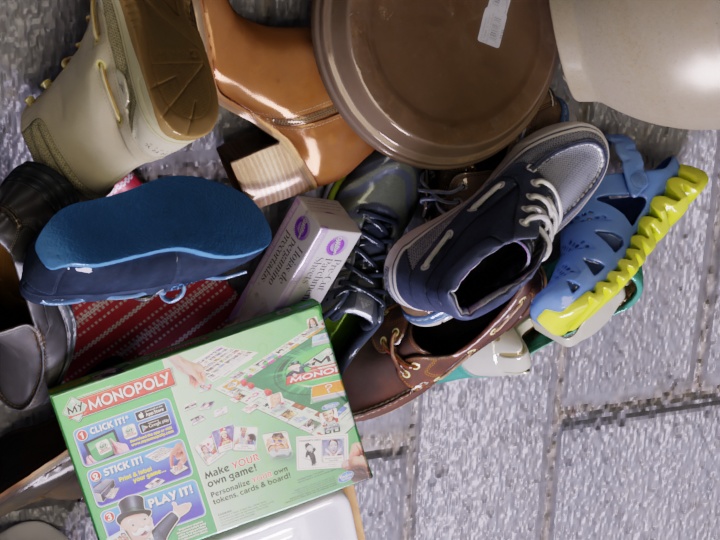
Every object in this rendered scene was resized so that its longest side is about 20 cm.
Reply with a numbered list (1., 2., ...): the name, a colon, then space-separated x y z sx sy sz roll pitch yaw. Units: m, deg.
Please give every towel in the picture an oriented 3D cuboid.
1. towel: -0.180 0.020 1.535 0.144 0.022 0.200 -38 123 2

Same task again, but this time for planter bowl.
1. planter bowl: 0.204 -0.188 1.482 0.134 0.201 0.201 -10 123 14

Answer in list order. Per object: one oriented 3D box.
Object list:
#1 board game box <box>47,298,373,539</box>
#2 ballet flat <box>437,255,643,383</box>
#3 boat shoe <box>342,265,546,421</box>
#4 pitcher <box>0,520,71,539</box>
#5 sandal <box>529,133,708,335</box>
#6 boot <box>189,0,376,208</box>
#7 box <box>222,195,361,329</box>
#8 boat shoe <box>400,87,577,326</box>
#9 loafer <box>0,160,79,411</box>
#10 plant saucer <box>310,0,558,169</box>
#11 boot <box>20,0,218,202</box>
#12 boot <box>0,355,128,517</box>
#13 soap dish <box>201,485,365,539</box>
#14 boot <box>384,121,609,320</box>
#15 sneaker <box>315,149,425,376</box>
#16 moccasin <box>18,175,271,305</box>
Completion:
1. board game box: -0.104 0.115 1.494 0.199 0.029 0.135 -18 100 -9
2. ballet flat: 0.131 0.039 1.629 0.200 0.070 0.067 -30 129 -2
3. boat shoe: 0.047 0.048 1.583 0.200 0.070 0.071 -37 85 13
4. pitcher: -0.213 0.311 1.598 0.171 0.121 0.201 19 112 20
5. sandal: 0.175 -0.031 1.574 0.087 0.200 0.079 42 141 -1
6. boot: -0.040 -0.150 1.467 0.155 0.077 0.201 -26 117 -10
7. box: -0.067 0.036 1.540 0.041 0.039 0.200 6 125 -41
8. boat shoe: 0.077 -0.056 1.543 0.072 0.072 0.200 41 75 -39
9. loafer: -0.238 0.022 1.437 0.072 0.073 0.201 -44 149 -45
10. plant saucer: 0.059 -0.171 1.472 0.199 0.029 0.201 -1 92 -28
11. boot: -0.172 -0.152 1.408 0.073 0.201 0.155 -3 161 -41
12. boot: -0.213 0.155 1.550 0.200 0.075 0.097 -37 119 18
13. soap dish: -0.076 0.214 1.612 0.157 0.081 0.200 -20 140 -9
14. boot: 0.116 -0.031 1.475 0.200 0.090 0.073 -39 116 -18
15. sneaker: 0.000 0.000 1.554 0.074 0.081 0.201 14 109 -26
16. moccasin: -0.149 -0.019 1.420 0.200 0.081 0.068 -4 147 -45
